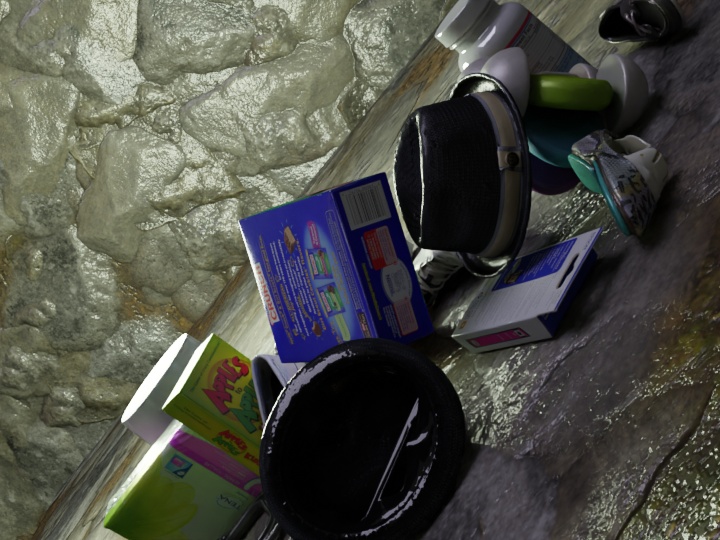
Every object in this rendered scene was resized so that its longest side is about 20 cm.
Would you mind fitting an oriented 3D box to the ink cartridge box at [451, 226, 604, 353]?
[{"bbox_3d":[0.161,0.023,0.946,0.095,0.037,0.200,-56,10,-20],"label":"ink cartridge box"}]

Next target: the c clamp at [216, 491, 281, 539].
[{"bbox_3d":[-0.147,0.342,1.243,0.171,0.027,0.200,-51,9,-16],"label":"c clamp"}]

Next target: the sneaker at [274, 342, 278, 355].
[{"bbox_3d":[-0.081,0.127,1.342,0.082,0.075,0.200,-98,20,-85],"label":"sneaker"}]

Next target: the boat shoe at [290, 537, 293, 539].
[{"bbox_3d":[-0.041,0.189,1.015,0.074,0.063,0.202,16,93,38],"label":"boat shoe"}]

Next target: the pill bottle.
[{"bbox_3d":[0.192,-0.253,1.222,0.109,0.200,0.109,-50,12,14],"label":"pill bottle"}]

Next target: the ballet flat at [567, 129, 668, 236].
[{"bbox_3d":[0.239,-0.090,0.911,0.072,0.072,0.200,-49,13,15],"label":"ballet flat"}]

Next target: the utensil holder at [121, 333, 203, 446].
[{"bbox_3d":[-0.217,0.209,1.453,0.170,0.200,0.170,-49,12,14],"label":"utensil holder"}]

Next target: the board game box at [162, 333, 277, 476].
[{"bbox_3d":[-0.123,0.175,1.188,0.048,0.200,0.102,-42,16,40],"label":"board game box"}]

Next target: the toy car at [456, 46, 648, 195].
[{"bbox_3d":[0.201,-0.157,1.088,0.200,0.175,0.150,-154,67,-78],"label":"toy car"}]

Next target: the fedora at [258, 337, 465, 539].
[{"bbox_3d":[0.009,0.165,0.922,0.201,0.200,0.092,-53,-22,-1],"label":"fedora"}]

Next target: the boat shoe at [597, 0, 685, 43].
[{"bbox_3d":[0.319,-0.286,1.155,0.057,0.067,0.200,-40,7,9],"label":"boat shoe"}]

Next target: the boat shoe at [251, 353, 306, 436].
[{"bbox_3d":[-0.081,0.181,1.127,0.074,0.065,0.200,-46,48,25],"label":"boat shoe"}]

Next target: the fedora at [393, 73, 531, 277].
[{"bbox_3d":[0.088,-0.090,0.982,0.201,0.091,0.201,176,90,-70],"label":"fedora"}]

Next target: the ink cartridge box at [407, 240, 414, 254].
[{"bbox_3d":[-0.006,0.032,1.437,0.145,0.084,0.200,-47,13,26],"label":"ink cartridge box"}]

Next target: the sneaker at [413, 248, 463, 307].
[{"bbox_3d":[0.101,0.000,1.199,0.115,0.076,0.201,-61,3,4],"label":"sneaker"}]

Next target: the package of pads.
[{"bbox_3d":[-0.222,0.293,1.342,0.200,0.154,0.068,-51,19,8],"label":"package of pads"}]

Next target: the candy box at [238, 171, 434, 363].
[{"bbox_3d":[-0.031,0.003,1.038,0.077,0.169,0.200,-20,6,-35],"label":"candy box"}]
